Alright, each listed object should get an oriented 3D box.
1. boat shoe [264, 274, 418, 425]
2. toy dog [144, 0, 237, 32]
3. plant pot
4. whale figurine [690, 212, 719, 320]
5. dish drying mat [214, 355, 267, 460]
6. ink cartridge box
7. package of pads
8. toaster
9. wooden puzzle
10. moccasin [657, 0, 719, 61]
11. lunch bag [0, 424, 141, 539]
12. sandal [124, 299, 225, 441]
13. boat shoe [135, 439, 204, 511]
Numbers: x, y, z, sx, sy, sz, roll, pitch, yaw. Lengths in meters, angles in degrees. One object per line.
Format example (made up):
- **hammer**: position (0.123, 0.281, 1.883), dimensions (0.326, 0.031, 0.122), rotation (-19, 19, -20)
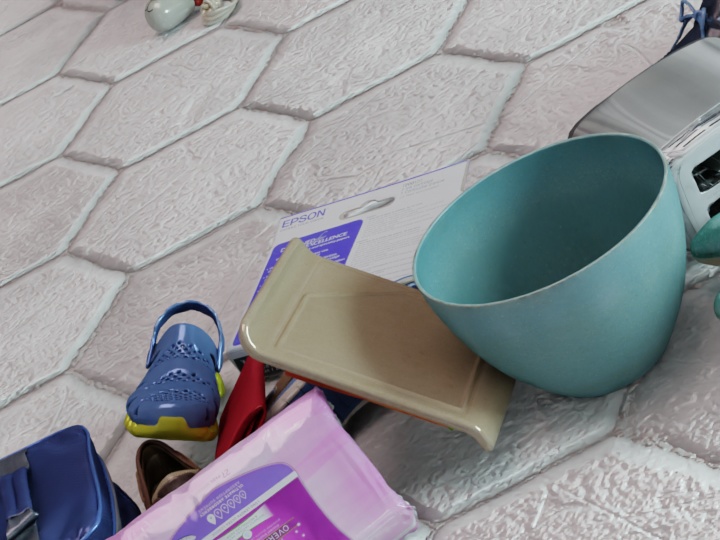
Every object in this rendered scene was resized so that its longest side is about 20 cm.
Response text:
- **boat shoe**: position (-0.020, 0.074, 1.755), dimensions (0.200, 0.072, 0.072), rotation (-43, 22, -14)
- **toy dog**: position (-0.184, -0.380, 2.686), dimensions (0.132, 0.096, 0.200), rotation (-6, 35, 40)
- **plant pot**: position (0.156, 0.013, 1.624), dimensions (0.200, 0.135, 0.200), rotation (-24, 27, 13)
- **whale figurine**: position (0.305, -0.026, 1.577), dimensions (0.159, 0.104, 0.200), rotation (-36, 27, -11)
- **dish drying mat**: position (-0.092, 0.114, 1.737), dimensions (0.200, 0.018, 0.077), rotation (-102, 35, -80)
- **ink cartridge box**: position (0.000, 0.000, 1.903), dimensions (0.198, 0.043, 0.200), rotation (-16, 32, 25)
- **package of pads**: position (-0.070, 0.187, 1.564), dimensions (0.200, 0.076, 0.121), rotation (-36, 70, -11)
- **toaster**: position (0.270, -0.098, 1.734), dimensions (0.200, 0.114, 0.129), rotation (-34, 31, -12)
- **wooden puzzle**: position (0.018, 0.056, 1.645), dimensions (0.185, 0.200, 0.037), rotation (-62, -5, -64)
- **moccasin**: position (0.317, -0.220, 1.941), dimensions (0.200, 0.068, 0.080), rotation (-39, 28, -17)
- **lunch bag**: position (-0.233, 0.214, 1.666), dimensions (0.136, 0.133, 0.200), rotation (-30, 26, 0)
- **sandal**: position (-0.147, 0.082, 1.802), dimensions (0.079, 0.087, 0.200), rotation (5, 14, -4)
- **boat shoe**: position (-0.131, 0.184, 1.682), dimensions (0.072, 0.072, 0.200), rotation (-31, 26, -2)
